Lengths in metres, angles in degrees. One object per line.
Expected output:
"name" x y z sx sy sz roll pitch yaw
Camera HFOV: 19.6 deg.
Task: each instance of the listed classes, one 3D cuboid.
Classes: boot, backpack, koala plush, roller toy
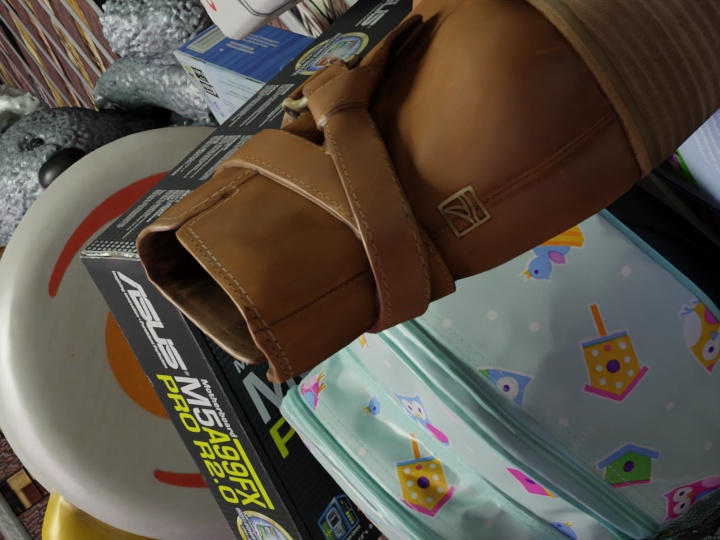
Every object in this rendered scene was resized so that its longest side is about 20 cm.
"boot" 0.011 -0.034 0.562 0.077 0.155 0.200 58 171 -21
"backpack" 0.062 0.036 0.714 0.176 0.153 0.200 44 175 43
"koala plush" -0.154 -0.067 1.312 0.184 0.200 0.177 -102 -12 -88
"roller toy" -0.080 0.032 0.938 0.183 0.200 0.140 60 168 -1

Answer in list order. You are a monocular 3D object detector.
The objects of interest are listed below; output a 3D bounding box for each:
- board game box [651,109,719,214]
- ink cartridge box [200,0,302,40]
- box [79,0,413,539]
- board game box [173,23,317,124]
"board game box" 0.095 -0.077 0.593 0.151 0.037 0.200 61 170 -33
"ink cartridge box" -0.044 -0.178 0.788 0.146 0.084 0.200 56 170 -6
"box" 0.000 0.000 0.820 0.044 0.200 0.160 3 128 43
"board game box" -0.002 -0.029 1.042 0.199 0.043 0.200 59 169 -20
